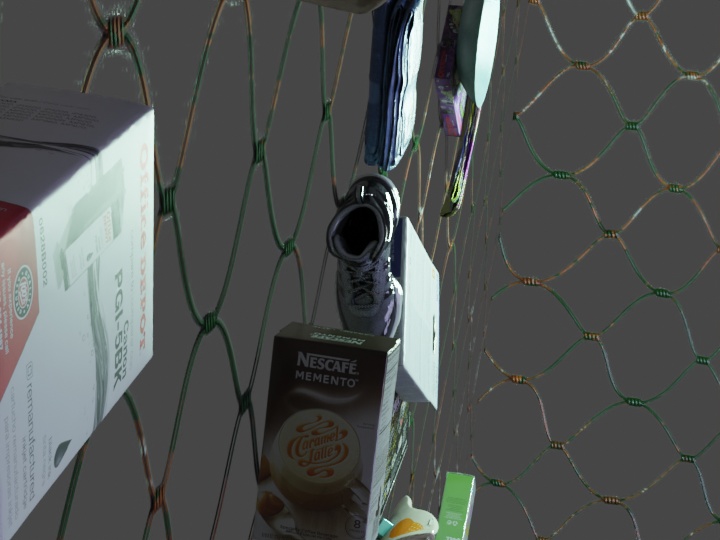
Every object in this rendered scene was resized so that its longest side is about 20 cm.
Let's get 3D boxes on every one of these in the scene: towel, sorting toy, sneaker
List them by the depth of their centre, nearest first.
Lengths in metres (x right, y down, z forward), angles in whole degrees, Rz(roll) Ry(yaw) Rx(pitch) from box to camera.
[{"bbox_3d":[0.000,0.000,1.734,0.114,0.075,0.200,-32,124,-77],"label":"sneaker"},{"bbox_3d":[0.041,-0.221,1.844,0.112,0.048,0.200,-63,159,-64],"label":"towel"},{"bbox_3d":[0.051,0.414,2.338,0.180,0.107,0.200,-75,171,-70],"label":"sorting toy"},{"bbox_3d":[0.158,-0.185,2.538,0.144,0.023,0.200,127,-25,-84],"label":"towel"}]

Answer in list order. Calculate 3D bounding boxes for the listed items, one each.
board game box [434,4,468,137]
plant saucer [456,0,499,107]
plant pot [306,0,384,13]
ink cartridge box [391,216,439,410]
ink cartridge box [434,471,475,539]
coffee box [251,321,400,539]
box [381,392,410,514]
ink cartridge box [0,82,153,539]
[{"bbox_3d":[0.139,-0.292,2.412,0.200,0.032,0.120,70,26,-69],"label":"board game box"},{"bbox_3d":[0.166,-0.336,2.350,0.201,0.039,0.201,9,90,-79],"label":"plant saucer"},{"bbox_3d":[-0.036,-0.260,0.947,0.177,0.199,0.200,104,-1,-68],"label":"plant pot"},{"bbox_3d":[0.061,0.059,2.080,0.200,0.043,0.197,59,31,-65],"label":"ink cartridge box"},{"bbox_3d":[0.187,0.518,3.295,0.104,0.059,0.200,76,24,-66],"label":"ink cartridge box"},{"bbox_3d":[-0.033,0.159,1.557,0.080,0.114,0.200,-34,130,-77],"label":"coffee box"},{"bbox_3d":[0.026,0.208,2.130,0.200,0.049,0.160,-63,157,-61],"label":"box"},{"bbox_3d":[-0.164,0.013,0.753,0.200,0.083,0.147,-60,156,-64],"label":"ink cartridge box"}]
